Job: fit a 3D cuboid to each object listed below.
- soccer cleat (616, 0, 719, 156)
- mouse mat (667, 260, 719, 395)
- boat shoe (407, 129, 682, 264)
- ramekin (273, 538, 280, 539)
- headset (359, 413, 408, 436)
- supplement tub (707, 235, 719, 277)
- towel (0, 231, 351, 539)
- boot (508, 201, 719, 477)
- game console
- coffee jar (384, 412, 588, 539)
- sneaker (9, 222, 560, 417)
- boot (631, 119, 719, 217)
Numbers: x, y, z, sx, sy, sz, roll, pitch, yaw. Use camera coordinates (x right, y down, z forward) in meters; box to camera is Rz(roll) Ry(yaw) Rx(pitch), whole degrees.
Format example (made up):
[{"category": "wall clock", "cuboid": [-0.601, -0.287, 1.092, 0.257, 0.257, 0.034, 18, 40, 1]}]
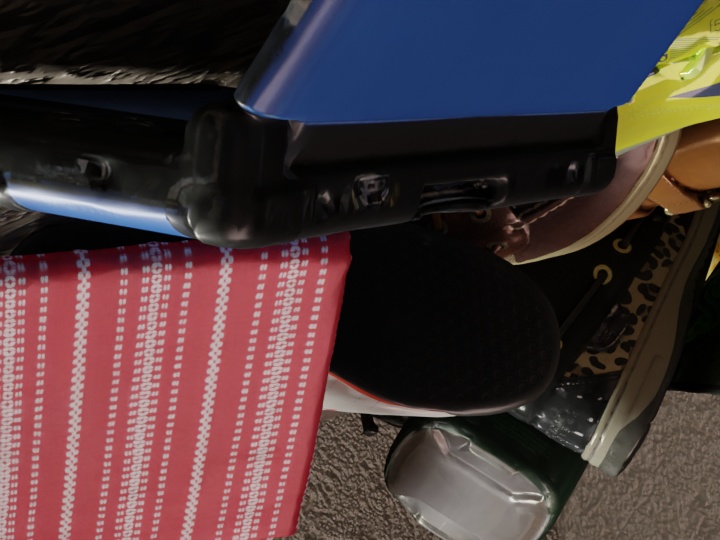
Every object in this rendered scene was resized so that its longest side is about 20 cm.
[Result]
[{"category": "soccer cleat", "cuboid": [0.101, -0.074, 0.531, 0.199, 0.065, 0.084, -23, 176, 15]}, {"category": "mouse mat", "cuboid": [0.189, -0.012, 0.784, 0.161, 0.008, 0.200, -54, -177, -6]}, {"category": "boat shoe", "cuboid": [0.033, -0.031, 0.668, 0.072, 0.073, 0.200, -12, 171, -40]}, {"category": "ramekin", "cuboid": [-0.129, 0.119, 0.842, 0.199, 0.098, 0.200, 5, -170, -1]}, {"category": "headset", "cuboid": [0.053, 0.039, 0.983, 0.094, 0.124, 0.199, 19, -156, 39]}, {"category": "supplement tub", "cuboid": [0.226, -0.023, 1.036, 0.144, 0.145, 0.200, -19, 173, -24]}, {"category": "towel", "cuboid": [-0.107, 0.047, 0.573, 0.199, 0.023, 0.145, -6, 134, -19]}, {"category": "boot", "cuboid": [0.080, -0.020, 0.817, 0.074, 0.153, 0.204, 104, 8, -55]}, {"category": "game console", "cuboid": [0.001, -0.073, 0.413, 0.170, 0.119, 0.200, 10, -171, 27]}, {"category": "coffee jar", "cuboid": [0.095, 0.037, 0.888, 0.200, 0.085, 0.104, -56, 176, -31]}, {"category": "sneaker", "cuboid": [-0.034, 0.020, 0.671, 0.200, 0.068, 0.108, 4, 170, -11]}, {"category": "boot", "cuboid": [0.130, -0.056, 0.683, 0.154, 0.077, 0.200, -17, -168, 16]}]
